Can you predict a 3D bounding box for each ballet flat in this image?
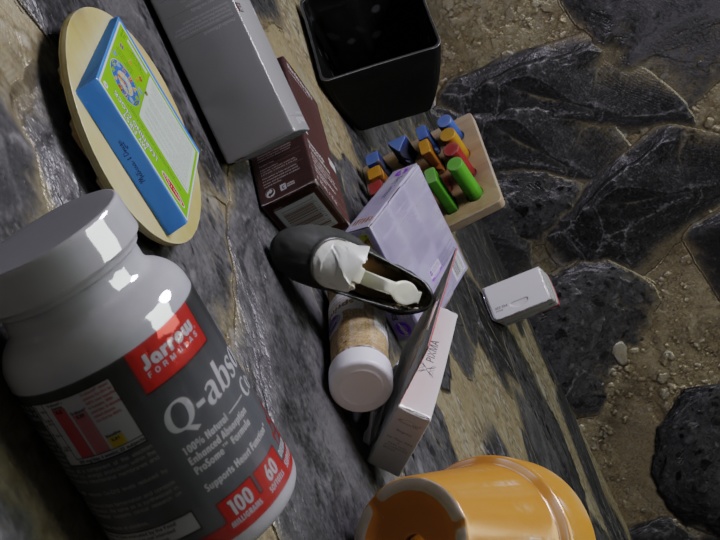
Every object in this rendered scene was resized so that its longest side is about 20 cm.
[{"bbox_3d":[0.000,0.000,1.325,0.199,0.068,0.068,19,0,-33],"label":"ballet flat"}]

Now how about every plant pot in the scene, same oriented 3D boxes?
[{"bbox_3d":[0.028,-0.353,2.086,0.178,0.199,0.200,73,2,-53],"label":"plant pot"},{"bbox_3d":[0.095,0.268,1.182,0.183,0.200,0.201,23,42,-50],"label":"plant pot"}]

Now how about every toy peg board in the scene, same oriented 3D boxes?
[{"bbox_3d":[0.093,-0.152,1.922,0.098,0.199,0.200,49,21,-47],"label":"toy peg board"}]

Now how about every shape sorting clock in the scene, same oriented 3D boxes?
[{"bbox_3d":[-0.183,-0.114,0.997,0.200,0.039,0.201,-22,90,-79],"label":"shape sorting clock"}]

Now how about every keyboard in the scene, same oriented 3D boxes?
[{"bbox_3d":[0.028,0.148,1.432,0.200,0.011,0.057,-37,141,-78],"label":"keyboard"}]

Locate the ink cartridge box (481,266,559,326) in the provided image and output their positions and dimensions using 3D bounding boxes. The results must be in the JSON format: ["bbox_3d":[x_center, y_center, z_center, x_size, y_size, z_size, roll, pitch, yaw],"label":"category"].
[{"bbox_3d":[0.371,0.062,2.879,0.200,0.145,0.085,18,50,-76],"label":"ink cartridge box"}]

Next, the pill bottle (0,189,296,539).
[{"bbox_3d":[-0.128,0.064,0.704,0.200,0.116,0.116,62,12,-20],"label":"pill bottle"}]

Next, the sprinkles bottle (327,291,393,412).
[{"bbox_3d":[-0.002,0.071,1.375,0.068,0.068,0.200,60,13,-28],"label":"sprinkles bottle"}]

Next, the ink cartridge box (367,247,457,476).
[{"bbox_3d":[0.074,0.097,1.361,0.043,0.174,0.200,25,34,-2],"label":"ink cartridge box"}]

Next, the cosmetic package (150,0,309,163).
[{"bbox_3d":[-0.135,-0.217,1.301,0.201,0.090,0.107,62,9,-6],"label":"cosmetic package"}]

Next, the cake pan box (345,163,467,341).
[{"bbox_3d":[0.070,-0.029,1.772,0.185,0.052,0.200,63,36,-22],"label":"cake pan box"}]

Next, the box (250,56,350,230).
[{"bbox_3d":[-0.079,-0.135,1.429,0.100,0.075,0.201,50,18,-52],"label":"box"}]
